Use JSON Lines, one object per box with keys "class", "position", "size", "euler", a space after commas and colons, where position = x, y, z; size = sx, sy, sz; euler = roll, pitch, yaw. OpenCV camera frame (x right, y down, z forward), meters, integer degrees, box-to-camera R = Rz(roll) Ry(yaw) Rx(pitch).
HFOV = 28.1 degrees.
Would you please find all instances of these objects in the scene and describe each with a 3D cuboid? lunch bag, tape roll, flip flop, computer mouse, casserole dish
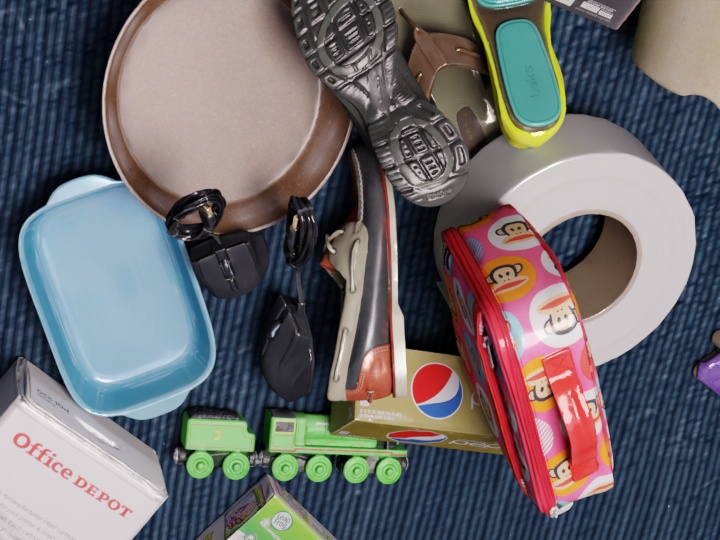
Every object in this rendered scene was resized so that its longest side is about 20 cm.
{"class": "lunch bag", "position": [0.126, 0.071, 1.031], "size": [0.081, 0.177, 0.201], "euler": [-20, 125, -3]}
{"class": "tape roll", "position": [0.160, -0.018, 1.137], "size": [0.200, 0.071, 0.204], "euler": [-8, 124, -12]}
{"class": "flip flop", "position": [0.065, -0.146, 1.092], "size": [0.080, 0.058, 0.201], "euler": [-28, 114, -3]}
{"class": "computer mouse", "position": [-0.056, 0.024, 1.085], "size": [0.034, 0.059, 0.201], "euler": [-8, 133, -14]}
{"class": "computer mouse", "position": [-0.101, -0.014, 1.035], "size": [0.058, 0.200, 0.034], "euler": [-16, 75, 2]}
{"class": "casserole dish", "position": [-0.185, 0.018, 1.095], "size": [0.120, 0.039, 0.202], "euler": [-19, 112, -8]}

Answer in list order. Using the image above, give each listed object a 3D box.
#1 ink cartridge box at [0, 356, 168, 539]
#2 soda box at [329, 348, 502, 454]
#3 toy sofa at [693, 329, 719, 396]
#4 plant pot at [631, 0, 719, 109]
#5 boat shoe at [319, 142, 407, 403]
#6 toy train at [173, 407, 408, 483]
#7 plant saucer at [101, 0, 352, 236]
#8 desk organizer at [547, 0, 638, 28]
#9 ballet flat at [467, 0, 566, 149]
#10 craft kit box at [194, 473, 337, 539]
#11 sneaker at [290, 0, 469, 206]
{"class": "ink cartridge box", "position": [-0.267, 0.191, 1.109], "size": [0.145, 0.085, 0.200], "euler": [39, 98, -24]}
{"class": "soda box", "position": [0.078, 0.108, 1.171], "size": [0.198, 0.068, 0.065], "euler": [8, 71, -18]}
{"class": "toy sofa", "position": [0.394, 0.120, 1.264], "size": [0.200, 0.083, 0.098], "euler": [41, 94, -24]}
{"class": "plant pot", "position": [0.291, -0.224, 1.069], "size": [0.198, 0.201, 0.185], "euler": [7, 119, -17]}
{"class": "boat shoe", "position": [0.000, 0.000, 1.098], "size": [0.062, 0.071, 0.203], "euler": [-3, 84, 2]}
{"class": "toy train", "position": [-0.054, 0.141, 1.175], "size": [0.198, 0.042, 0.057], "euler": [4, 98, -17]}
{"class": "plant saucer", "position": [-0.098, -0.127, 1.052], "size": [0.198, 0.034, 0.203], "euler": [-8, 108, -25]}
{"class": "desk organizer", "position": [0.111, -0.254, 1.013], "size": [0.198, 0.072, 0.078], "euler": [21, 72, -4]}
{"class": "ballet flat", "position": [0.113, -0.185, 1.078], "size": [0.066, 0.067, 0.202], "euler": [-6, 76, -3]}
{"class": "craft kit box", "position": [-0.084, 0.306, 1.223], "size": [0.197, 0.049, 0.200], "euler": [-41, 114, 4]}
{"class": "sneaker", "position": [0.007, -0.136, 1.045], "size": [0.075, 0.091, 0.202], "euler": [-27, 95, -2]}
